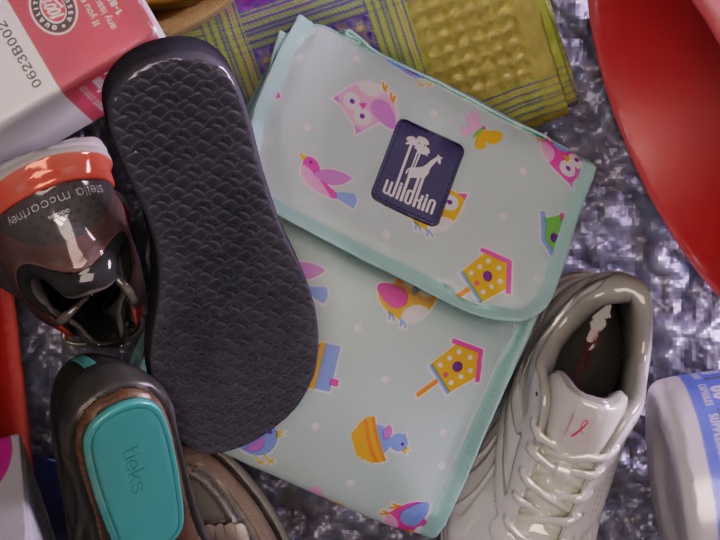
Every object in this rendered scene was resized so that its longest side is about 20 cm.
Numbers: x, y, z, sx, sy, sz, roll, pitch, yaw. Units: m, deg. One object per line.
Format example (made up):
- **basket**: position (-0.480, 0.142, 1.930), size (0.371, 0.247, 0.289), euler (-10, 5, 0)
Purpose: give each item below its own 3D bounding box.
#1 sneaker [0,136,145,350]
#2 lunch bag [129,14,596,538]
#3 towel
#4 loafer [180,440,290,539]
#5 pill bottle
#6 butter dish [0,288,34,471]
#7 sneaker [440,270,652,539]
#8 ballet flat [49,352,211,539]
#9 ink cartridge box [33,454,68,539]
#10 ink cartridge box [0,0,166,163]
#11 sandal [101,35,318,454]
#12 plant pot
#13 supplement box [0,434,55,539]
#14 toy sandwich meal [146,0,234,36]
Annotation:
- **sneaker**: position (-0.133, 0.005, 1.007), size (0.077, 0.200, 0.082), euler (-21, 80, -5)
- **lunch bag**: position (0.000, 0.000, 1.047), size (0.170, 0.122, 0.200), euler (25, 98, -6)
- **towel**: position (0.001, -0.113, 1.081), size (0.200, 0.023, 0.144), euler (-20, 111, -1)
- **loafer**: position (-0.063, 0.176, 1.057), size (0.072, 0.063, 0.200), euler (-8, 115, 18)
- **pill bottle**: position (0.245, 0.094, 1.069), size (0.200, 0.114, 0.114), euler (-9, 93, -2)
- **butter dish**: position (-0.262, 0.054, 1.019), size (0.199, 0.148, 0.200), euler (-8, 74, -1)
- **sneaker**: position (0.090, 0.087, 1.054), size (0.078, 0.099, 0.200), euler (15, 78, -3)
- **ballet flat**: position (-0.100, 0.121, 0.989), size (0.068, 0.068, 0.200), euler (-17, 121, -23)
- **ink cartridge box**: position (-0.198, 0.189, 1.096), size (0.197, 0.047, 0.200), euler (8, 94, -2)
- **ink cartridge box**: position (-0.200, -0.102, 0.942), size (0.200, 0.083, 0.145), euler (-31, 86, 0)
- **sandal**: position (-0.063, -0.011, 0.951), size (0.076, 0.043, 0.200), euler (-12, 121, -9)
- **plant pot**: position (0.228, -0.097, 1.032), size (0.177, 0.200, 0.201), euler (-23, 93, -10)
- **supplement box**: position (-0.171, 0.187, 0.984), size (0.101, 0.103, 0.200), euler (-13, 126, -3)
- **toy sandwich meal**: position (-0.114, -0.195, 1.015), size (0.205, 0.070, 0.205), euler (0, 88, 1)
